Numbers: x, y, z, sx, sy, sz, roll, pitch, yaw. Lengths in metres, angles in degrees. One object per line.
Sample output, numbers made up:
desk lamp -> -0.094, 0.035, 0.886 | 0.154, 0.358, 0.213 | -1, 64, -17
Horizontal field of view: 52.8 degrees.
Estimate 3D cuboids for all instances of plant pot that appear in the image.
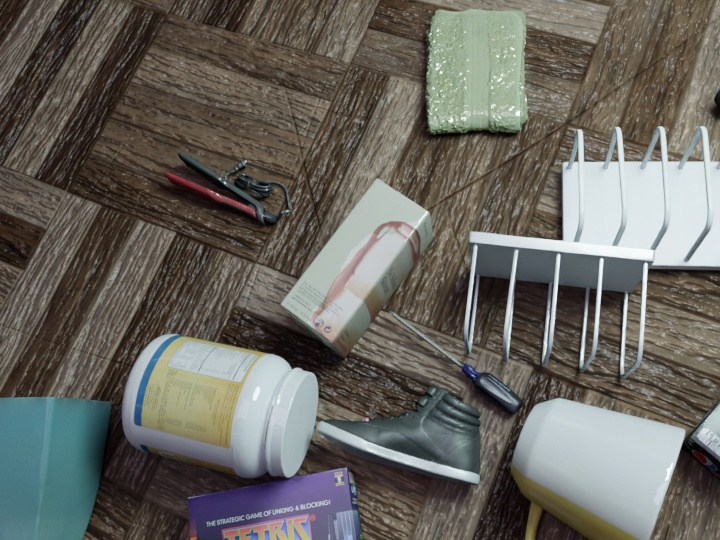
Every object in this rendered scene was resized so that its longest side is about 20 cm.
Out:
plant pot -> -0.405, 0.260, 0.885 | 0.140, 0.141, 0.202 | -4, 77, 9

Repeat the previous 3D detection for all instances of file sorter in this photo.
file sorter -> 0.220, 0.043, 0.844 | 0.198, 0.139, 0.126 | 7, 75, 13
file sorter -> 0.349, -0.090, 0.866 | 0.198, 0.125, 0.140 | 1, 70, 11

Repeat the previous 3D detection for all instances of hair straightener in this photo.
hair straightener -> -0.178, -0.126, 1.028 | 0.199, 0.041, 0.077 | 23, 76, 17

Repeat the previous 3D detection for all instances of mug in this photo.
mug -> 0.239, 0.227, 0.774 | 0.152, 0.150, 0.188 | 20, 68, 25

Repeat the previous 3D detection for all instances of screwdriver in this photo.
screwdriver -> 0.116, 0.107, 0.899 | 0.200, 0.028, 0.029 | 40, 51, 21

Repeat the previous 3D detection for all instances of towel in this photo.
towel -> 0.161, -0.284, 1.025 | 0.147, 0.037, 0.202 | 0, 71, 12

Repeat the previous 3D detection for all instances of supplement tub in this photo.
supplement tub -> -0.163, 0.163, 0.866 | 0.198, 0.145, 0.146 | 10, 72, 13

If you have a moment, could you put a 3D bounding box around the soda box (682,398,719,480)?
soda box -> 0.446, 0.138, 0.800 | 0.200, 0.071, 0.063 | -45, 66, -6

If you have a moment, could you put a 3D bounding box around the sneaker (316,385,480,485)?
sneaker -> 0.052, 0.181, 0.864 | 0.198, 0.071, 0.100 | 13, 71, 8

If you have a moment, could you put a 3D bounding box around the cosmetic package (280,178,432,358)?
cosmetic package -> 0.000, 0.000, 0.918 | 0.087, 0.103, 0.201 | 33, 81, 18

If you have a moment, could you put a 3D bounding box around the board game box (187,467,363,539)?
board game box -> -0.094, 0.331, 0.841 | 0.198, 0.057, 0.167 | -13, 70, 6

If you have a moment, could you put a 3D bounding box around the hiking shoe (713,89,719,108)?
hiking shoe -> 0.553, -0.235, 0.913 | 0.198, 0.074, 0.087 | -19, 67, 3
